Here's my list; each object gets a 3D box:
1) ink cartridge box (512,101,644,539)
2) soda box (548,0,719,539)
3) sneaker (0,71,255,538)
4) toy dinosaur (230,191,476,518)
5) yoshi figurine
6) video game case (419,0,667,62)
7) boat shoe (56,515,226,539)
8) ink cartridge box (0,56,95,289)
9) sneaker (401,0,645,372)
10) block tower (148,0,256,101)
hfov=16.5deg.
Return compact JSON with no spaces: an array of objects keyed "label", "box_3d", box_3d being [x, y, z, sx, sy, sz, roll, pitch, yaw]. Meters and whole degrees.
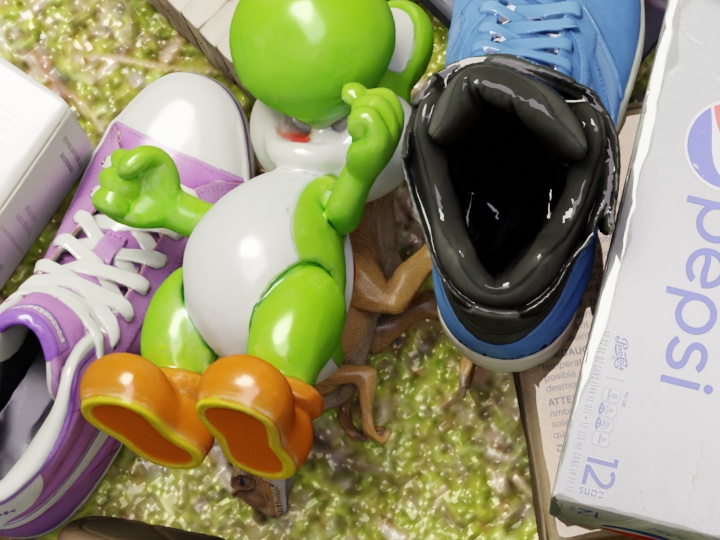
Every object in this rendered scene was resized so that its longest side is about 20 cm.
[{"label":"ink cartridge box","box_3d":[0.154,0.016,0.958,0.199,0.075,0.166,-8,78,2]},{"label":"soda box","box_3d":[0.122,-0.003,0.892,0.068,0.063,0.201,13,80,5]},{"label":"sneaker","box_3d":[-0.098,0.007,0.948,0.072,0.114,0.202,21,79,7]},{"label":"toy dinosaur","box_3d":[0.000,0.000,0.974,0.106,0.060,0.201,14,80,6]},{"label":"yoshi figurine","box_3d":[-0.034,-0.033,0.897,0.112,0.112,0.201,25,63,-5]},{"label":"video game case","box_3d":[0.098,-0.173,0.991,0.143,0.019,0.200,42,82,-21]},{"label":"boat shoe","box_3d":[-0.024,0.150,0.949,0.199,0.072,0.077,12,96,8]},{"label":"ink cartridge box","box_3d":[-0.221,-0.014,0.970,0.146,0.083,0.201,34,82,7]},{"label":"sneaker","box_3d":[0.062,-0.071,0.886,0.076,0.111,0.201,9,78,6]},{"label":"block tower","box_3d":[-0.090,-0.153,1.003,0.054,0.058,0.200,-43,76,-4]}]
